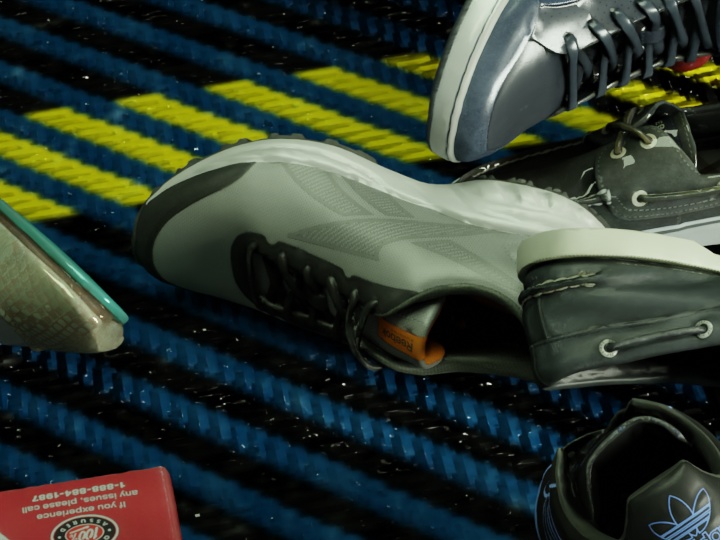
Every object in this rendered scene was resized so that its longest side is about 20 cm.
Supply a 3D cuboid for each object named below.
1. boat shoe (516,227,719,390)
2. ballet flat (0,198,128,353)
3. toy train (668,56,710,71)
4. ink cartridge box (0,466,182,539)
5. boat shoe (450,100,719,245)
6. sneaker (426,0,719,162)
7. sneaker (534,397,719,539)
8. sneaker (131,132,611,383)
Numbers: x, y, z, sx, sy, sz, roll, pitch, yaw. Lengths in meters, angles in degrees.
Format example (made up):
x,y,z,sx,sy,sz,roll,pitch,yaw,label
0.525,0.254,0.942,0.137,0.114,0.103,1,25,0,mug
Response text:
x,y,z,sx,sy,sz,roll,pitch,yaw,label
0.155,0.032,1.101,0.199,0.075,0.066,10,70,-14,boat shoe
-0.164,-0.005,1.207,0.062,0.067,0.200,-45,43,-4,ballet flat
0.208,-0.153,1.249,0.200,0.116,0.085,1,23,41,toy train
-0.117,0.167,0.945,0.144,0.084,0.200,-9,38,-6,ink cartridge box
0.129,-0.044,1.210,0.200,0.057,0.069,-7,38,-3,boat shoe
0.132,-0.095,1.168,0.146,0.077,0.202,31,63,23,sneaker
0.095,0.076,0.987,0.070,0.078,0.200,-34,15,-7,sneaker
0.000,0.000,1.159,0.200,0.074,0.079,8,45,16,sneaker
